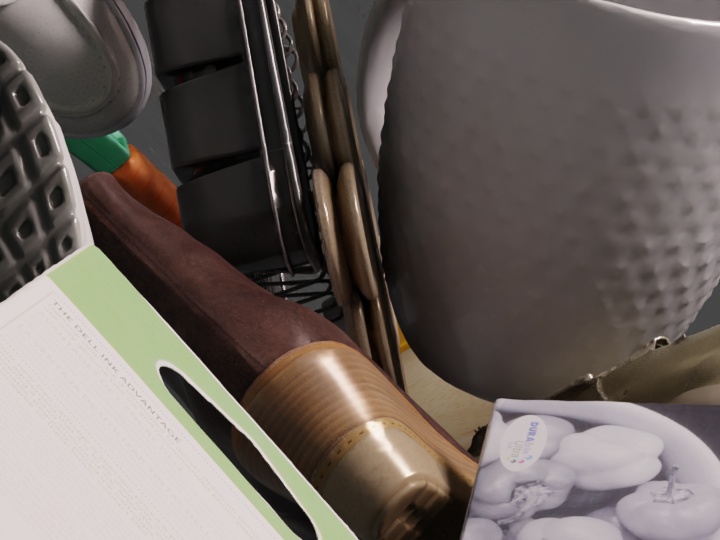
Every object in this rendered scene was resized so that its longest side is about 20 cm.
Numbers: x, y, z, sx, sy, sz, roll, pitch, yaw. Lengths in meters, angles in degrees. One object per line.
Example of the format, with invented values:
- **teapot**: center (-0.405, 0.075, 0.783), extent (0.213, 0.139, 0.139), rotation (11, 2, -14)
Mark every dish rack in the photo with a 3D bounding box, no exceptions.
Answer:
- **dish rack**: center (-0.042, -0.044, 0.998), extent (0.200, 0.054, 0.154), rotation (67, 13, -70)

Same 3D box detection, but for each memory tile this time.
- **memory tile**: center (0.000, 0.000, 0.986), extent (0.200, 0.017, 0.154), rotation (78, 2, -48)

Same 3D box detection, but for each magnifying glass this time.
- **magnifying glass**: center (-0.117, -0.061, 1.072), extent (0.200, 0.022, 0.080), rotation (47, 8, -24)

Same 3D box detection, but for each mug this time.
- **mug**: center (0.065, -0.055, 0.977), extent (0.147, 0.176, 0.200), rotation (-7, 33, -36)

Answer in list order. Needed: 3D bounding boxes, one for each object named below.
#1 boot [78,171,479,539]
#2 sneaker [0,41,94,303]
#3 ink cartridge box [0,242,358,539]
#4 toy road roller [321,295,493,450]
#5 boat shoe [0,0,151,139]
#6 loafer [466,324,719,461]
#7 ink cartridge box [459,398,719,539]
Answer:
- **boot**: center (-0.018, 0.052, 0.897), extent (0.166, 0.072, 0.200), rotation (43, -7, 27)
- **sneaker**: center (-0.126, -0.043, 0.756), extent (0.200, 0.074, 0.087), rotation (55, 4, 31)
- **ink cartridge box**: center (-0.057, 0.074, 0.603), extent (0.146, 0.048, 0.200), rotation (48, 11, -2)
- **toy road roller**: center (0.074, 0.063, 1.197), extent (0.146, 0.123, 0.200), rotation (58, 4, -18)
- **boat shoe**: center (-0.152, -0.110, 0.909), extent (0.202, 0.075, 0.086), rotation (44, 9, -24)
- **loafer**: center (0.103, 0.068, 0.915), extent (0.076, 0.068, 0.200), rotation (49, -35, -14)
- **ink cartridge box**: center (0.121, 0.111, 0.740), extent (0.198, 0.199, 0.044), rotation (-70, 158, -55)
